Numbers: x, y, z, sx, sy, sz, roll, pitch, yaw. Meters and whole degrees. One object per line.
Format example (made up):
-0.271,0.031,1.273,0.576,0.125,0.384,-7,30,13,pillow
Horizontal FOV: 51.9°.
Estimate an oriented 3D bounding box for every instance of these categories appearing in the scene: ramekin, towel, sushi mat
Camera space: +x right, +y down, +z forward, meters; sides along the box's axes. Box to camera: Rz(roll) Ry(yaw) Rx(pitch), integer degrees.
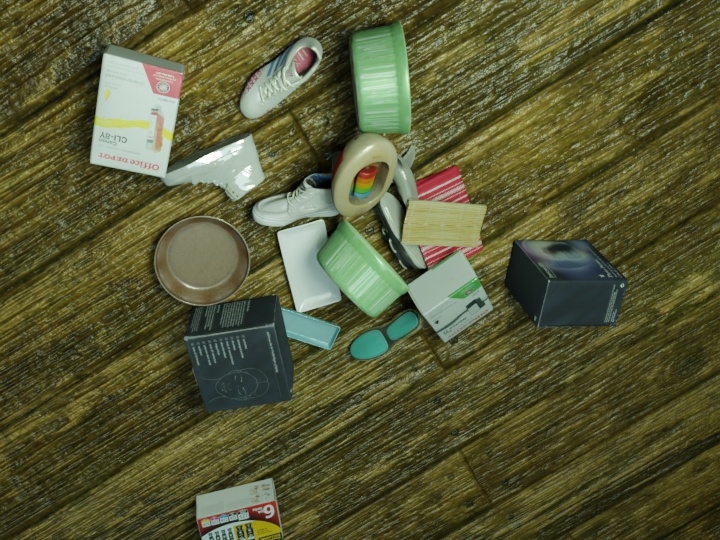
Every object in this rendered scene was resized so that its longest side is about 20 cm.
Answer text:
0.000,0.000,1.523,0.098,0.200,0.200,-44,118,3,ramekin
0.034,-0.352,1.377,0.095,0.201,0.205,-6,118,-1,ramekin
0.178,-0.108,1.596,0.142,0.022,0.204,-25,108,-12,towel
0.175,-0.098,1.559,0.195,0.012,0.098,1,114,-25,sushi mat

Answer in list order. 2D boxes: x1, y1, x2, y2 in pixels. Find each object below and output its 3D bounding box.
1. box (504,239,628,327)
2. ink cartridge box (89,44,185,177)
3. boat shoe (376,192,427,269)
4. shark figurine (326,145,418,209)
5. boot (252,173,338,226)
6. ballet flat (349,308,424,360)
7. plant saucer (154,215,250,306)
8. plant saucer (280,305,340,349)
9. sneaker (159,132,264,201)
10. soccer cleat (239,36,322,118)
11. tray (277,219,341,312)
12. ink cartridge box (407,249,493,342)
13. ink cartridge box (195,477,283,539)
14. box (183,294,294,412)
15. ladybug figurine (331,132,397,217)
0.456,0.025,1.661,0.192,0.201,0.126,-1,118,-13,box
-0.410,-0.288,1.360,0.141,0.084,0.205,9,114,-18,ink cartridge box
0.079,-0.080,1.593,0.059,0.075,0.201,-11,131,35,boat shoe
0.042,-0.222,1.494,0.210,0.089,0.131,24,86,-10,shark figurine
-0.122,-0.152,1.489,0.195,0.075,0.097,-12,148,-17,boot
0.066,0.149,1.704,0.198,0.072,0.071,-33,120,22,ballet flat
-0.328,-0.025,1.540,0.194,0.037,0.206,-5,118,-10,plant saucer
-0.145,0.119,1.648,0.195,0.019,0.071,19,122,-13,plant saucer
-0.285,-0.178,1.452,0.195,0.074,0.118,-22,116,-4,sneaker
-0.151,-0.359,1.386,0.199,0.087,0.070,-42,118,9,soccer cleat
-0.110,-0.011,1.608,0.104,0.022,0.205,-15,119,-5,tray
0.201,0.061,1.634,0.145,0.084,0.200,-35,151,5,ink cartridge box
-0.297,0.633,1.849,0.194,0.084,0.180,-11,119,-8,ink cartridge box
-0.255,0.179,1.593,0.191,0.125,0.205,-7,120,3,box
0.000,-0.185,1.410,0.133,0.073,0.202,-15,147,-29,ladybug figurine
